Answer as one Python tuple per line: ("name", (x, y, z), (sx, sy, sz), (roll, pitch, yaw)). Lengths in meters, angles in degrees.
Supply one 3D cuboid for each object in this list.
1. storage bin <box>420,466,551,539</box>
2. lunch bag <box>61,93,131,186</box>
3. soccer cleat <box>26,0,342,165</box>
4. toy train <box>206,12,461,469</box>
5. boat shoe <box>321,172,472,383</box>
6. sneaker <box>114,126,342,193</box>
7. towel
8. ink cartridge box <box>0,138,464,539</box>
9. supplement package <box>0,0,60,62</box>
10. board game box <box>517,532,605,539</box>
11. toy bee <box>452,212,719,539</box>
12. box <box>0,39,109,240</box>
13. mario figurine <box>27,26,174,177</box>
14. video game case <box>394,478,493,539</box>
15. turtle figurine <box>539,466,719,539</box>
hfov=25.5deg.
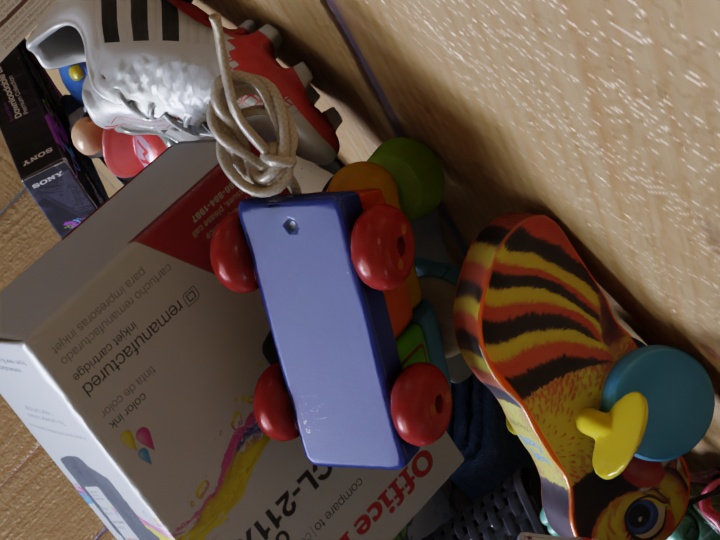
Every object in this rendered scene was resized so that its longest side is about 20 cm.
("storage bin", (0.119, 0.222, 0.858), (0.135, 0.094, 0.200), (32, -153, -47))
("lunch bag", (-0.106, -0.059, 1.108), (0.200, 0.082, 0.161), (41, 175, 26))
("soccer cleat", (-0.088, -0.093, 0.779), (0.200, 0.085, 0.069), (38, 172, 33))
("toy train", (-0.002, -0.028, 0.671), (0.085, 0.116, 0.200), (-2, 113, 31))
("boat shoe", (0.002, -0.004, 0.835), (0.086, 0.075, 0.202), (19, 169, 28))
("sneaker", (-0.058, -0.043, 0.908), (0.200, 0.089, 0.074), (44, 172, -18))
("towel", (0.116, 0.145, 1.008), (0.200, 0.049, 0.112), (49, -150, -31))
("ink cartridge box", (-0.063, 0.060, 0.742), (0.083, 0.146, 0.200), (2, 132, 55))
("supplement package", (-0.183, -0.193, 0.597), (0.110, 0.114, 0.200), (36, 169, 40))
("board game box", (0.140, 0.162, 0.581), (0.062, 0.200, 0.200), (-87, -27, -42))
("toy bee", (0.101, 0.077, 0.659), (0.200, 0.109, 0.131), (42, 172, 8))
("box", (-0.214, -0.092, 1.072), (0.200, 0.036, 0.143), (59, 176, 36))
("mario figurine", (-0.168, -0.115, 0.976), (0.123, 0.106, 0.200), (20, -162, -47))
("video game case", (0.045, 0.156, 0.961), (0.182, 0.024, 0.200), (57, -150, -24))
("turtle figurine", (0.155, 0.144, 0.794), (0.150, 0.101, 0.200), (60, -177, -17))
